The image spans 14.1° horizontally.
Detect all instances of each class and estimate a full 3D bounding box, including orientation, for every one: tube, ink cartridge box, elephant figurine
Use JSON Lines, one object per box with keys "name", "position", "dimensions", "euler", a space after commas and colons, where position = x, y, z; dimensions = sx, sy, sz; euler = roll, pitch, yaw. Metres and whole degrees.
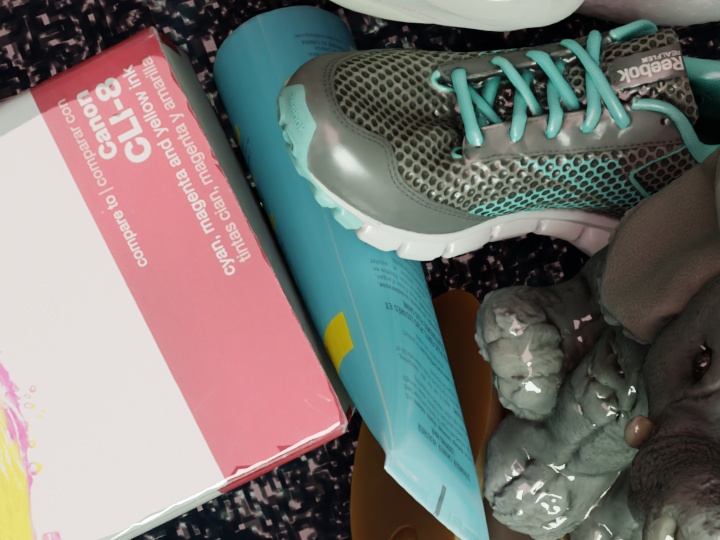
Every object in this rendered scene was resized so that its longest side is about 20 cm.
{"name": "tube", "position": [0.000, 0.000, 0.958], "dimensions": [0.050, 0.077, 0.200], "euler": [-33, 51, 17]}
{"name": "ink cartridge box", "position": [-0.121, 0.029, 0.968], "dimensions": [0.200, 0.145, 0.145], "euler": [-27, 91, 1]}
{"name": "elephant figurine", "position": [0.123, 0.031, 0.877], "dimensions": [0.141, 0.200, 0.155], "euler": [3, 77, -15]}

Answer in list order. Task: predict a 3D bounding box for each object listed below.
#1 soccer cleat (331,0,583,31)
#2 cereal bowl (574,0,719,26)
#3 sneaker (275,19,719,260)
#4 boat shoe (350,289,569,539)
{"name": "soccer cleat", "position": [-0.023, -0.119, 0.921], "dimensions": [0.200, 0.078, 0.069], "euler": [20, 78, -9]}
{"name": "cereal bowl", "position": [0.095, -0.169, 0.954], "dimensions": [0.200, 0.083, 0.200], "euler": [5, 116, 10]}
{"name": "sneaker", "position": [0.065, -0.052, 0.951], "dimensions": [0.200, 0.091, 0.078], "euler": [3, 56, -38]}
{"name": "boat shoe", "position": [0.039, 0.102, 0.979], "dimensions": [0.070, 0.070, 0.200], "euler": [29, 49, -31]}
